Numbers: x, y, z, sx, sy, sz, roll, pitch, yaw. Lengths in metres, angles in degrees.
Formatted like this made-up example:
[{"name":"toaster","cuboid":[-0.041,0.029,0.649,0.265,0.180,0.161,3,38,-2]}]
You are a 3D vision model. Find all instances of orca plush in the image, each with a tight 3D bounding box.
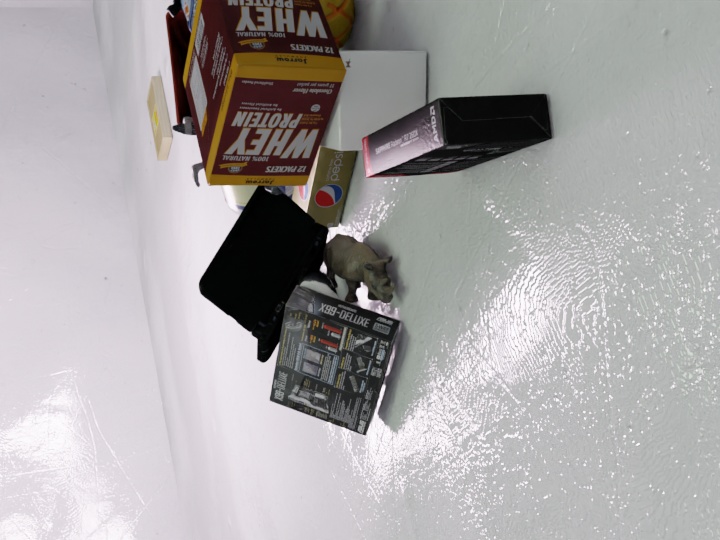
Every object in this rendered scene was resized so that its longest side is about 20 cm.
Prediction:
[{"name":"orca plush","cuboid":[-0.035,0.076,1.403,0.105,0.071,0.201,-17,118,30]}]

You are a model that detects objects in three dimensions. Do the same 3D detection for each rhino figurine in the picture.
[{"name":"rhino figurine","cuboid":[0.000,0.000,1.358,0.200,0.059,0.088,-154,57,-62]}]

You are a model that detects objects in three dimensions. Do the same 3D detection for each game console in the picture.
[{"name":"game console","cuboid":[-0.140,0.005,1.396,0.201,0.116,0.176,-61,-6,-24]}]

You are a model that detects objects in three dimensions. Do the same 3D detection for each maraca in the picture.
[{"name":"maraca","cuboid":[-0.065,-0.342,1.353,0.137,0.106,0.201,-56,-22,-58]}]

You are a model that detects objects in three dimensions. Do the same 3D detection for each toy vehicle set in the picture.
[{"name":"toy vehicle set","cuboid":[-0.565,-0.426,2.679,0.124,0.026,0.202,128,132,-60]}]

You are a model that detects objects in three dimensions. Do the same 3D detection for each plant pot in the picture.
[{"name":"plant pot","cuboid":[-0.233,-0.344,1.692,0.176,0.198,0.202,176,88,-81]}]

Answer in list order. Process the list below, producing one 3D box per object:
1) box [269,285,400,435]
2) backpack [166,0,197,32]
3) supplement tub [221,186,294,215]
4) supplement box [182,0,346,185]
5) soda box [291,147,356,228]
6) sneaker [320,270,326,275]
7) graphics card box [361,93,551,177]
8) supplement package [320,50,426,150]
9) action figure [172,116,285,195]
[{"name":"box","cuboid":[-0.041,0.132,1.367,0.050,0.157,0.201,-63,-11,-50]},{"name":"backpack","cuboid":[-0.176,-0.445,1.437,0.154,0.198,0.192,-126,40,-50]},{"name":"supplement tub","cuboid":[-0.173,-0.203,1.555,0.145,0.144,0.201,-124,17,-49]},{"name":"supplement box","cuboid":[-0.128,-0.243,1.191,0.198,0.132,0.201,115,145,-47]},{"name":"soda box","cuboid":[-0.053,-0.158,1.440,0.201,0.063,0.068,105,150,-43]},{"name":"sneaker","cuboid":[-0.087,0.052,1.521,0.200,0.076,0.112,-96,-1,-85]},{"name":"graphics card box","cuboid":[0.094,-0.138,1.002,0.200,0.124,0.051,172,92,-69]},{"name":"supplement package","cuboid":[-0.010,-0.224,1.240,0.200,0.120,0.121,-153,60,-65]},{"name":"action figure","cuboid":[-0.160,-0.190,1.362,0.201,0.192,0.105,-106,-7,-47]}]
